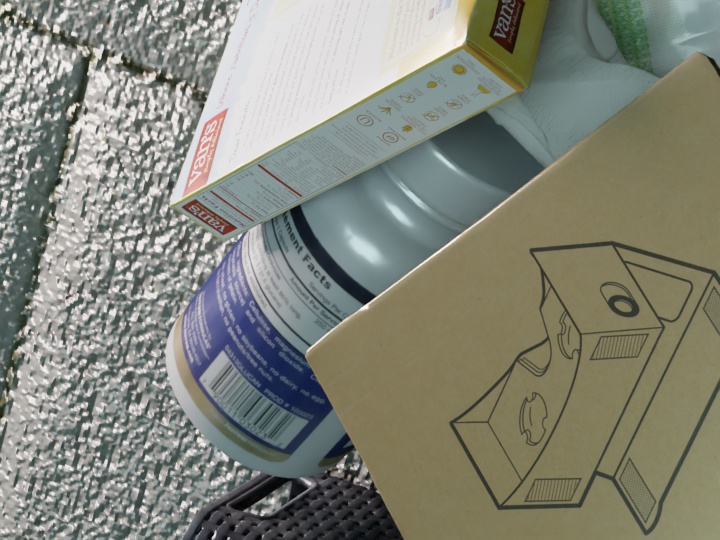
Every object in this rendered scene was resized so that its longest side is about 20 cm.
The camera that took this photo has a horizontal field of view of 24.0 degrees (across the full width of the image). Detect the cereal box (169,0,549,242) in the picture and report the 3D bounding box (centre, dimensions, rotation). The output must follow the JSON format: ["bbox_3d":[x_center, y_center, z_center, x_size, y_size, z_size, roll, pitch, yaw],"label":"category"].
[{"bbox_3d":[0.004,-0.105,0.739,0.039,0.144,0.200,34,144,-27],"label":"cereal box"}]

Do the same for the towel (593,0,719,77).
[{"bbox_3d":[0.089,-0.150,0.804,0.200,0.031,0.150,-9,94,26],"label":"towel"}]

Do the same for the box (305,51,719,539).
[{"bbox_3d":[0.090,0.043,0.629,0.200,0.021,0.164,-37,72,23],"label":"box"}]

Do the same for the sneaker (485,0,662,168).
[{"bbox_3d":[0.093,-0.069,0.733,0.075,0.089,0.200,-34,45,5],"label":"sneaker"}]

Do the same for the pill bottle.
[{"bbox_3d":[0.000,0.000,0.807,0.111,0.111,0.200,47,124,9],"label":"pill bottle"}]

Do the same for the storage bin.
[{"bbox_3d":[-0.039,0.213,0.864,0.094,0.135,0.201,19,106,19],"label":"storage bin"}]
